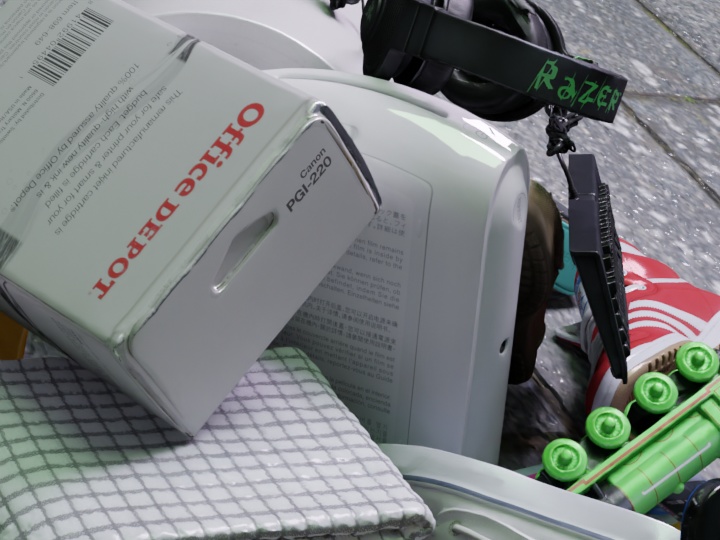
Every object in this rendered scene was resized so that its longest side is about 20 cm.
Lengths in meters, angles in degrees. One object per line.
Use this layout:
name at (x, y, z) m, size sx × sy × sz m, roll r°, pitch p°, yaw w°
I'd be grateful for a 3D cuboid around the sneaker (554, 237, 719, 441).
sneaker at (0.147, 0.039, 1.262) m, size 0.112 × 0.072 × 0.200 m, roll 31°, pitch 22°, yaw 22°

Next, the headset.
headset at (0.051, -0.129, 1.105) m, size 0.123 × 0.095 × 0.199 m, roll 13°, pitch 8°, yaw -44°

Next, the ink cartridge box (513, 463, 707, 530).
ink cartridge box at (0.166, 0.156, 1.078) m, size 0.119 × 0.042 × 0.200 m, roll -9°, pitch 36°, yaw -39°

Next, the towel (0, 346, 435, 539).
towel at (-0.088, 0.107, 0.994) m, size 0.199 × 0.086 × 0.166 m, roll -3°, pitch 29°, yaw -28°

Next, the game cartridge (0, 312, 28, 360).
game cartridge at (-0.255, -0.026, 1.092) m, size 0.198 × 0.178 × 0.032 m, roll 11°, pitch -14°, yaw -7°

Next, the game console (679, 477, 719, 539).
game console at (0.243, 0.179, 0.964) m, size 0.199 × 0.172 × 0.118 m, roll -1°, pitch 8°, yaw -37°

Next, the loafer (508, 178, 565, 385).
loafer at (0.072, -0.006, 1.183) m, size 0.075 × 0.200 × 0.068 m, roll 14°, pitch 65°, yaw 6°

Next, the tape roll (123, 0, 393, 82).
tape roll at (-0.076, -0.069, 1.213) m, size 0.201 × 0.204 × 0.139 m, roll 14°, pitch 25°, yaw 0°

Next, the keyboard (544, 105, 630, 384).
keyboard at (0.121, -0.028, 1.150) m, size 0.020 × 0.128 × 0.200 m, roll -18°, pitch 14°, yaw 10°

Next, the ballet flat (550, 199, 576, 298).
ballet flat at (0.070, -0.041, 1.322) m, size 0.200 × 0.073 × 0.073 m, roll 35°, pitch 5°, yaw -46°

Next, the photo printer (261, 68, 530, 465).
photo printer at (0.000, 0.000, 1.094) m, size 0.165 × 0.201 × 0.069 m, roll 16°, pitch 31°, yaw 22°

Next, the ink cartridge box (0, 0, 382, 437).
ink cartridge box at (-0.112, -0.037, 1.008) m, size 0.199 × 0.085 × 0.146 m, roll 29°, pitch 73°, yaw 38°

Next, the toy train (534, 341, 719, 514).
toy train at (0.168, 0.069, 1.090) m, size 0.199 × 0.042 × 0.056 m, roll -34°, pitch 68°, yaw -22°

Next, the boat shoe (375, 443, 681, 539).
boat shoe at (0.063, 0.134, 1.030) m, size 0.199 × 0.074 × 0.066 m, roll 10°, pitch 60°, yaw 35°
